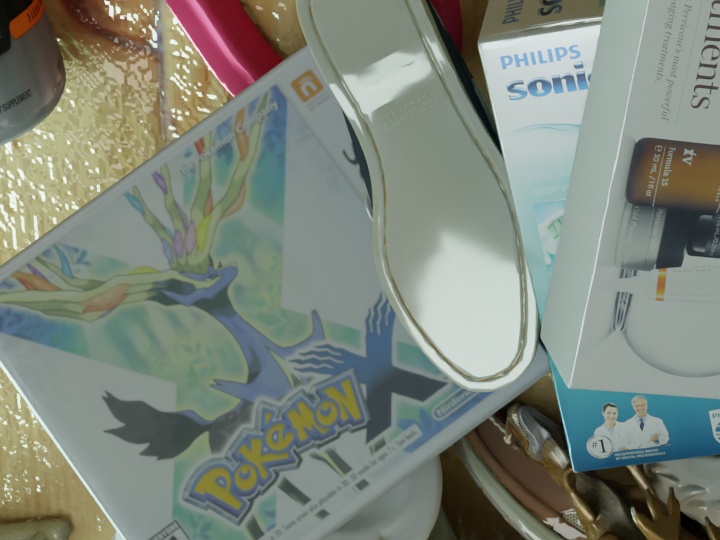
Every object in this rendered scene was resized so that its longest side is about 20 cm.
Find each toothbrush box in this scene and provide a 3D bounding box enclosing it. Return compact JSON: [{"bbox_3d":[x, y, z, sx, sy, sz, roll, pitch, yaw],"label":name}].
[{"bbox_3d":[0.114,-0.040,1.185,0.085,0.147,0.201,-9,115,14],"label":"toothbrush box"}]

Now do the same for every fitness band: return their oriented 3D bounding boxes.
[{"bbox_3d":[-0.032,-0.150,1.278,0.143,0.037,0.201,-22,105,39],"label":"fitness band"}]

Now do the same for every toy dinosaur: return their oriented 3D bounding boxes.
[{"bbox_3d":[0.129,0.144,1.278,0.106,0.060,0.201,-40,66,54],"label":"toy dinosaur"}]

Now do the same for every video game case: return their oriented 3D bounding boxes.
[{"bbox_3d":[-0.046,0.028,1.249,0.200,0.022,0.183,-36,81,-4],"label":"video game case"}]

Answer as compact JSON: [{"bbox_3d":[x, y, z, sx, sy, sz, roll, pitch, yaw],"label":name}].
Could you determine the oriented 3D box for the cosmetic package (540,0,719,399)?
[{"bbox_3d":[0.161,-0.049,1.073,0.150,0.052,0.201,3,113,-14],"label":"cosmetic package"}]

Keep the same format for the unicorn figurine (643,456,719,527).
[{"bbox_3d":[0.213,0.097,1.271,0.200,0.074,0.137,49,125,-3],"label":"unicorn figurine"}]

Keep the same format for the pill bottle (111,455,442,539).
[{"bbox_3d":[-0.051,0.123,1.356,0.111,0.111,0.200,44,145,-3],"label":"pill bottle"}]

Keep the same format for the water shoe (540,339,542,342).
[{"bbox_3d":[0.000,0.000,1.298,0.199,0.079,0.072,3,158,18],"label":"water shoe"}]

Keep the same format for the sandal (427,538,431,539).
[{"bbox_3d":[0.011,0.198,1.411,0.079,0.059,0.207,36,147,2],"label":"sandal"}]

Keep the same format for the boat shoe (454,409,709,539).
[{"bbox_3d":[0.131,0.120,1.340,0.200,0.076,0.072,39,98,13],"label":"boat shoe"}]

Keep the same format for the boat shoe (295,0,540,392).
[{"bbox_3d":[0.029,-0.046,1.209,0.075,0.062,0.201,-27,85,16],"label":"boat shoe"}]

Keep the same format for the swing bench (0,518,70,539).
[{"bbox_3d":[-0.282,0.221,1.534,0.199,0.199,0.131,10,123,22],"label":"swing bench"}]

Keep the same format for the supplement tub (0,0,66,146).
[{"bbox_3d":[-0.222,-0.155,1.319,0.122,0.123,0.201,-3,118,30],"label":"supplement tub"}]

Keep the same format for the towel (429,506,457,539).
[{"bbox_3d":[-0.040,0.076,1.429,0.148,0.031,0.201,-11,111,30],"label":"towel"}]
